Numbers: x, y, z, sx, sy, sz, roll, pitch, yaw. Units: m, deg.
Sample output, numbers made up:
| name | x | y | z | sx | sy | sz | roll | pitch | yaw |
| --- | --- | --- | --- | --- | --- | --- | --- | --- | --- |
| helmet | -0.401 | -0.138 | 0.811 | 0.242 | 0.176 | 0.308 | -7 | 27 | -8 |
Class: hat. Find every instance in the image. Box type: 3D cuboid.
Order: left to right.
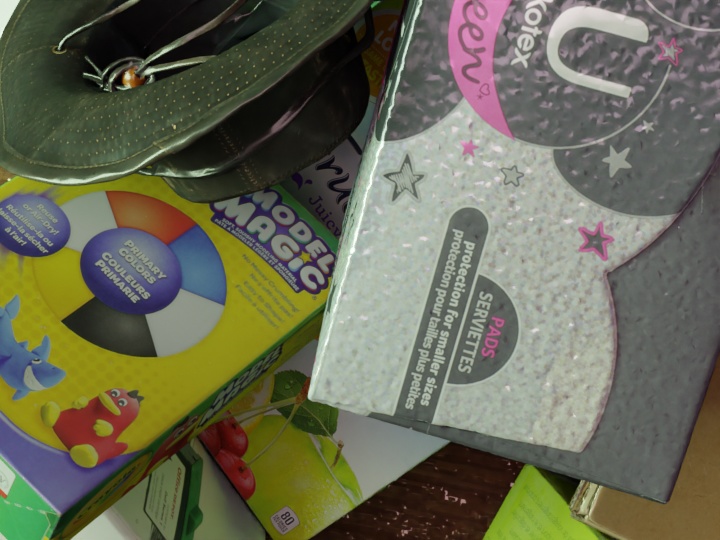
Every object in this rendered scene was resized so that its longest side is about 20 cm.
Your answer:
| name | x | y | z | sx | sy | sz | roll | pitch | yaw |
| --- | --- | --- | --- | --- | --- | --- | --- | --- | --- |
| hat | -0.043 | -0.081 | 0.667 | 0.201 | 0.201 | 0.081 | -28 | 125 | 12 |

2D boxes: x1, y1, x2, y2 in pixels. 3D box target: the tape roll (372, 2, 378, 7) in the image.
| name | x | y | z | sx | sy | sz | roll | pitch | yaw |
| --- | --- | --- | --- | --- | --- | --- | --- | --- | --- |
| tape roll | 0.027 | -0.193 | 0.817 | 0.200 | 0.048 | 0.201 | 0 | 90 | 14 |

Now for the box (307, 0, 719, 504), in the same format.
| name | x | y | z | sx | sy | sz | roll | pitch | yaw |
| --- | --- | --- | --- | --- | --- | --- | --- | --- | --- |
| box | 0.069 | -0.044 | 0.610 | 0.132 | 0.115 | 0.200 | 16 | 104 | 0 |

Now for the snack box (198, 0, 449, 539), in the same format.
| name | x | y | z | sx | sy | sz | roll | pitch | yaw |
| --- | --- | --- | --- | --- | --- | --- | --- | --- | --- |
| snack box | 0.000 | 0.000 | 0.785 | 0.200 | 0.068 | 0.169 | -38 | 87 | 21 |

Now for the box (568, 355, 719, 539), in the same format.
| name | x | y | z | sx | sy | sz | roll | pitch | yaw |
| --- | --- | --- | --- | --- | --- | --- | --- | --- | --- |
| box | 0.204 | 0.065 | 0.723 | 0.200 | 0.021 | 0.164 | 26 | 86 | -13 |

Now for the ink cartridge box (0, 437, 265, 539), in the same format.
| name | x | y | z | sx | sy | sz | roll | pitch | yaw |
| --- | --- | --- | --- | --- | --- | --- | --- | --- | --- |
| ink cartridge box | -0.150 | 0.099 | 0.775 | 0.146 | 0.200 | 0.084 | -13 | 41 | 21 |

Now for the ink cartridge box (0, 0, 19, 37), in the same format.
| name | x | y | z | sx | sy | sz | roll | pitch | yaw |
| --- | --- | --- | --- | --- | --- | --- | --- | --- | --- |
| ink cartridge box | -0.125 | -0.178 | 0.799 | 0.200 | 0.083 | 0.145 | -48 | 55 | 20 |

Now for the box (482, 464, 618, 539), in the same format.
| name | x | y | z | sx | sy | sz | roll | pitch | yaw |
| --- | --- | --- | --- | --- | --- | --- | --- | --- | --- |
| box | 0.058 | 0.191 | 0.761 | 0.048 | 0.122 | 0.200 | 26 | 97 | -17 |

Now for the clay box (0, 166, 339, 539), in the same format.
| name | x | y | z | sx | sy | sz | roll | pitch | yaw |
| --- | --- | --- | --- | --- | --- | --- | --- | --- | --- |
| clay box | -0.087 | 0.007 | 0.677 | 0.115 | 0.200 | 0.048 | 43 | 141 | 9 |
